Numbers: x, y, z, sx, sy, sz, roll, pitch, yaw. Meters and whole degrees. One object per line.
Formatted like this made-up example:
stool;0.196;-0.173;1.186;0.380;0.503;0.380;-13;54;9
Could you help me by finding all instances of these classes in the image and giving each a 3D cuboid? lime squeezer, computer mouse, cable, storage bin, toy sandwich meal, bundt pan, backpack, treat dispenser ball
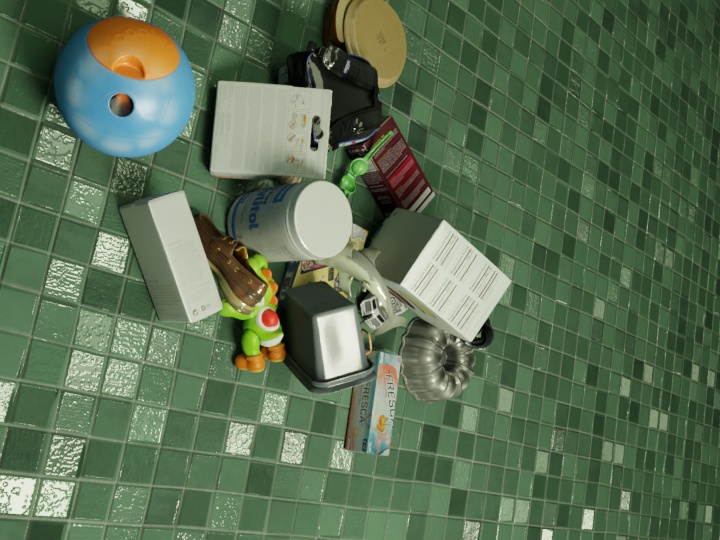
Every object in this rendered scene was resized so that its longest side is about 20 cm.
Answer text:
lime squeezer;-0.007;-0.188;1.558;0.038;0.071;0.201;33;76;-12
computer mouse;0.030;0.080;1.630;0.199;0.044;0.110;-31;104;-34
cable;0.221;0.078;1.739;0.163;0.051;0.201;32;28;-22
storage bin;-0.056;0.105;1.408;0.144;0.200;0.136;-13;111;-20
toy sandwich meal;0.012;-0.459;1.622;0.204;0.070;0.207;3;86;-48
bundt pan;0.177;0.189;1.738;0.201;0.075;0.204;1;88;-43
backpack;-0.053;-0.313;1.494;0.189;0.153;0.202;-10;106;-41
treat dispenser ball;-0.344;-0.267;1.185;0.200;0.200;0.203;2;87;-43

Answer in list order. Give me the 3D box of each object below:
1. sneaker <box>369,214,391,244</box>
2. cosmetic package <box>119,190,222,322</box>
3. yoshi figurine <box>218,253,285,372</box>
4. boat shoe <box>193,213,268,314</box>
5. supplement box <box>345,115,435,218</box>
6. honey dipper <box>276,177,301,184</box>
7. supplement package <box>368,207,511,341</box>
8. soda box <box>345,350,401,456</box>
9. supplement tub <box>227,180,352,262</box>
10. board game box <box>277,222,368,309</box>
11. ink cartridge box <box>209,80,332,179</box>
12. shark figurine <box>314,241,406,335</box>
sneaker;0.088;-0.022;1.679;0.077;0.076;0.200;-43;119;-9
cosmetic package;-0.300;-0.021;1.284;0.074;0.101;0.202;-26;107;-41
yoshi figurine;-0.192;0.066;1.405;0.111;0.113;0.202;-4;109;-4
boat shoe;-0.214;-0.022;1.324;0.201;0.068;0.072;54;14;24
supplement box;0.063;-0.201;1.658;0.109;0.061;0.201;-49;120;-32
honey dipper;-0.089;-0.139;1.533;0.200;0.038;0.038;39;63;-38
supplement package;0.138;0.005;1.552;0.200;0.191;0.148;38;83;-27
soda box;0.026;0.260;1.596;0.063;0.068;0.202;17;75;-41
supplement tub;-0.124;-0.081;1.382;0.131;0.199;0.133;3;86;-43
board game box;-0.071;-0.007;1.527;0.135;0.034;0.202;26;77;-39
ink cartridge box;-0.153;-0.238;1.390;0.198;0.050;0.164;5;84;-3
shark figurine;0.019;0.007;1.413;0.215;0.128;0.089;45;49;1
